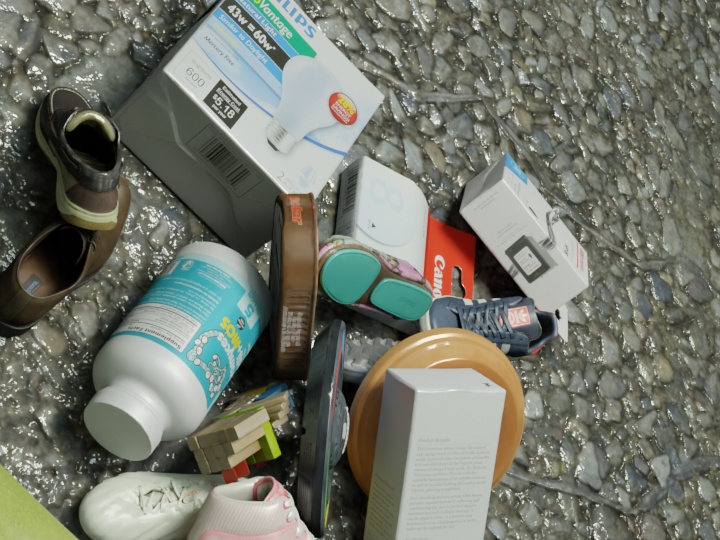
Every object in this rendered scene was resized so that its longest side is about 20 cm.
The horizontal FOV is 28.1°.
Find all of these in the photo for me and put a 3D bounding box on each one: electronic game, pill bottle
[{"bbox_3d":[-0.031,0.146,1.337,0.041,0.201,0.202,6,59,2],"label":"electronic game"},{"bbox_3d":[-0.167,0.075,1.294,0.111,0.110,0.201,45,48,-14],"label":"pill bottle"}]

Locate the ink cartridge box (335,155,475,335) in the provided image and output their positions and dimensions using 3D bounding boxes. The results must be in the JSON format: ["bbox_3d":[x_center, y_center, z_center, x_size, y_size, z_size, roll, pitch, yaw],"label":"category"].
[{"bbox_3d":[0.061,-0.012,1.578,0.198,0.047,0.162,24,56,-29],"label":"ink cartridge box"}]

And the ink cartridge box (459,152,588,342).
[{"bbox_3d":[0.204,-0.028,1.667,0.201,0.066,0.116,50,19,-11],"label":"ink cartridge box"}]

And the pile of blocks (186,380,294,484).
[{"bbox_3d":[-0.090,0.148,1.304,0.200,0.081,0.063,-45,114,-77],"label":"pile of blocks"}]

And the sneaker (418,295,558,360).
[{"bbox_3d":[0.145,0.057,1.568,0.199,0.084,0.076,3,72,-51],"label":"sneaker"}]

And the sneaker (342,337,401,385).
[{"bbox_3d":[0.056,0.130,1.487,0.197,0.083,0.075,17,19,-15],"label":"sneaker"}]

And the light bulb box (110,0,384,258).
[{"bbox_3d":[-0.111,-0.161,1.446,0.198,0.124,0.201,44,48,-15],"label":"light bulb box"}]

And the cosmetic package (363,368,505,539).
[{"bbox_3d":[0.068,0.201,1.386,0.100,0.071,0.203,2,103,-26],"label":"cosmetic package"}]

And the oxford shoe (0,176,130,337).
[{"bbox_3d":[-0.254,-0.024,1.286,0.073,0.084,0.201,42,46,-14],"label":"oxford shoe"}]

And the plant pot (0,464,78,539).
[{"bbox_3d":[-0.295,0.226,1.072,0.184,0.199,0.202,43,47,-31],"label":"plant pot"}]

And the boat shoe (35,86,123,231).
[{"bbox_3d":[-0.246,-0.115,1.296,0.072,0.065,0.201,9,34,-31],"label":"boat shoe"}]

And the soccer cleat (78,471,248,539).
[{"bbox_3d":[-0.151,0.207,1.266,0.198,0.077,0.070,7,65,-38],"label":"soccer cleat"}]

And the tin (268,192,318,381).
[{"bbox_3d":[-0.065,0.018,1.349,0.041,0.202,0.113,-3,43,-11],"label":"tin"}]

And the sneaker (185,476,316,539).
[{"bbox_3d":[-0.055,0.239,1.239,0.198,0.075,0.106,16,92,-23],"label":"sneaker"}]

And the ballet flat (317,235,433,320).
[{"bbox_3d":[0.000,0.000,1.437,0.199,0.069,0.071,21,23,-52],"label":"ballet flat"}]

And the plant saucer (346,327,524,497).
[{"bbox_3d":[0.082,0.160,1.443,0.197,0.037,0.203,-6,105,-22],"label":"plant saucer"}]
